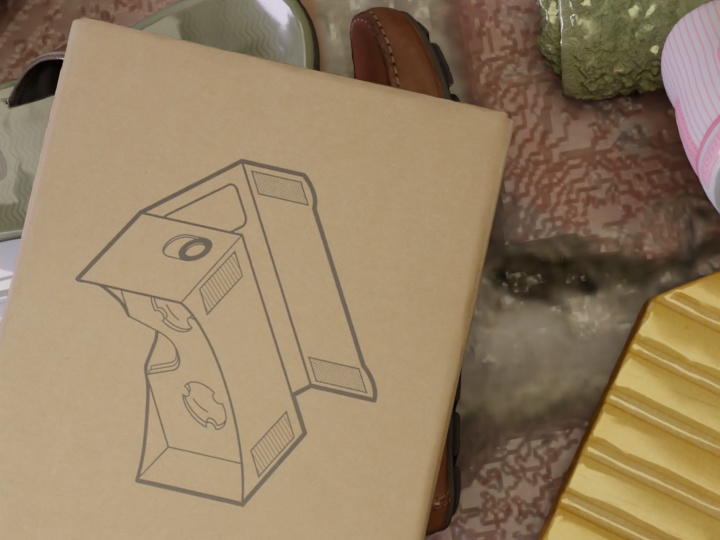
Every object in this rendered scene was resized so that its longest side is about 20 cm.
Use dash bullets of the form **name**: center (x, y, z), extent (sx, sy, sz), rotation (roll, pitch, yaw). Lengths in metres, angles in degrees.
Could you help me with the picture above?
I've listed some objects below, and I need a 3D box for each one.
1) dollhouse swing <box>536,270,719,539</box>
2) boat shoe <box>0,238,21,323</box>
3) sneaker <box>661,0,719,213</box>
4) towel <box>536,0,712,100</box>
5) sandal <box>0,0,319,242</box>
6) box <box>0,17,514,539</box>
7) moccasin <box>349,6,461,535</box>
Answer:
- **dollhouse swing**: center (0.180, 0.104, 0.710), extent (0.175, 0.182, 0.201), rotation (28, 83, -15)
- **boat shoe**: center (-0.127, 0.022, 0.765), extent (0.199, 0.074, 0.067), rotation (-16, 90, 12)
- **sneaker**: center (0.195, -0.047, 0.758), extent (0.199, 0.105, 0.075), rotation (17, 122, -28)
- **towel**: center (0.140, -0.168, 0.786), extent (0.148, 0.036, 0.201), rotation (-2, 101, -2)
- **sandal**: center (-0.109, -0.054, 0.791), extent (0.200, 0.057, 0.080), rotation (-21, 81, -2)
- **box**: center (-0.045, 0.023, 0.716), extent (0.163, 0.021, 0.201), rotation (13, 78, -1)
- **moccasin**: center (0.000, 0.000, 0.776), extent (0.077, 0.074, 0.203), rotation (3, 90, -10)
